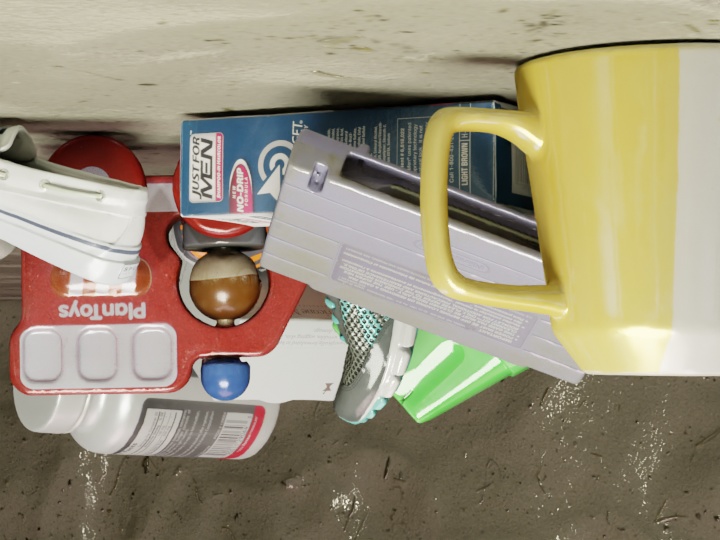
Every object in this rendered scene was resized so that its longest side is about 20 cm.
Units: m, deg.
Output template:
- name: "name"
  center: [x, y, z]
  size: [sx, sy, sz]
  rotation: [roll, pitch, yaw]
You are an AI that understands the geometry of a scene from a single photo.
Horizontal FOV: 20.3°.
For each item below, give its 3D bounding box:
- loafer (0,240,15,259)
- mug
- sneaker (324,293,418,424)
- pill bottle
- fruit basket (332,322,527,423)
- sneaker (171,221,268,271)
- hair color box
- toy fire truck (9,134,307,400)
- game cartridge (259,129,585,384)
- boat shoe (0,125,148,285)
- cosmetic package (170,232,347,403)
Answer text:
- name: "loafer"
  center: [-0.263, -0.042, 1.431]
  size: [0.070, 0.070, 0.200]
  rotation: [-2, 176, 38]
- name: "mug"
  center: [0.134, -0.025, 0.998]
  size: [0.186, 0.154, 0.149]
  rotation: [-1, 178, 16]
- name: "sneaker"
  center: [0.000, 0.000, 1.299]
  size: [0.091, 0.201, 0.078]
  rotation: [13, -165, -3]
- name: "pill bottle"
  center: [-0.173, 0.094, 1.628]
  size: [0.200, 0.111, 0.111]
  rotation: [7, 173, -37]
- name: "fruit basket"
  center: [0.094, 0.017, 1.434]
  size: [0.216, 0.156, 0.216]
  rotation: [-42, 175, -5]
- name: "sneaker"
  center: [-0.039, -0.043, 1.537]
  size: [0.199, 0.078, 0.112]
  rotation: [-4, 172, -32]
- name: "hair color box"
  center: [0.003, -0.061, 1.181]
  size: [0.199, 0.061, 0.100]
  rotation: [-2, 176, 24]
- name: "toy fire truck"
  center: [-0.128, 0.001, 1.319]
  size: [0.199, 0.169, 0.112]
  rotation: [0, 177, -4]
- name: "game cartridge"
  center: [0.047, -0.005, 1.113]
  size: [0.199, 0.038, 0.130]
  rotation: [21, 156, -1]
- name: "boat shoe"
  center: [-0.216, -0.058, 1.209]
  size: [0.199, 0.067, 0.074]
  rotation: [21, -168, 6]
- name: "cosmetic package"
  center: [-0.096, 0.019, 1.613]
  size: [0.113, 0.081, 0.200]
  rotation: [1, -150, -33]
